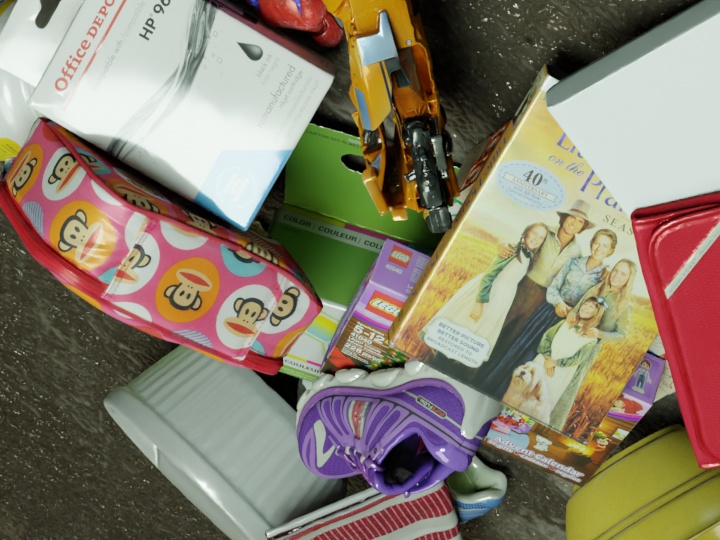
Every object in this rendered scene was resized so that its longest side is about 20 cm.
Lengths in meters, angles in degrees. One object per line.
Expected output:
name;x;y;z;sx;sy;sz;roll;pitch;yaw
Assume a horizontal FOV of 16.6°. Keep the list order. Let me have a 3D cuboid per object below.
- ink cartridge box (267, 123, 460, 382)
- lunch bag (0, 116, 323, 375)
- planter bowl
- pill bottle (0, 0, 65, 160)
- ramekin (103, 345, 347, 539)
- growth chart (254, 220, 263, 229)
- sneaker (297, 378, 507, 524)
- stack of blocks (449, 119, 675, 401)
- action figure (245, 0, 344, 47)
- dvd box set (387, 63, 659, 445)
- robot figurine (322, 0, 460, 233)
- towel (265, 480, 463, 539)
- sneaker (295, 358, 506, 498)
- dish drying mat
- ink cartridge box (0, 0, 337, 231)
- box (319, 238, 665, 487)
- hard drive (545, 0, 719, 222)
ink cartridge box;0.000;0.000;1.686;0.147;0.076;0.200;17;146;8
lunch bag;-0.133;-0.024;1.578;0.200;0.082;0.176;28;-168;-35
planter bowl;0.204;0.164;1.706;0.084;0.200;0.200;59;151;13
pill bottle;-0.239;-0.131;1.678;0.200;0.114;0.114;1;138;39
ramekin;-0.097;0.139;1.904;0.202;0.094;0.202;42;170;9
growth chart;-0.108;0.008;1.851;0.199;0.018;0.145;3;139;33
sneaker;0.033;0.123;1.861;0.077;0.076;0.200;-17;135;42
stack of blocks;0.149;-0.008;1.584;0.200;0.059;0.115;37;148;-11
action figure;-0.068;-0.204;1.499;0.065;0.052;0.200;5;145;43
dvd box set;0.126;-0.007;1.505;0.146;0.029;0.200;28;109;-9
robot figurine;0.017;-0.118;1.476;0.058;0.145;0.200;-12;129;3
towel;0.009;0.217;1.860;0.200;0.144;0.023;73;173;-61
sneaker;0.012;0.111;1.616;0.081;0.084;0.200;33;153;-20
dish drying mat;0.219;0.040;1.477;0.077;0.018;0.200;-13;125;11
ink cartridge box;-0.128;-0.126;1.543;0.200;0.116;0.068;30;-170;-3
box;0.084;0.063;1.621;0.199;0.039;0.137;24;148;-3
hard drive;0.216;-0.060;1.432;0.132;0.027;0.200;-29;121;20
